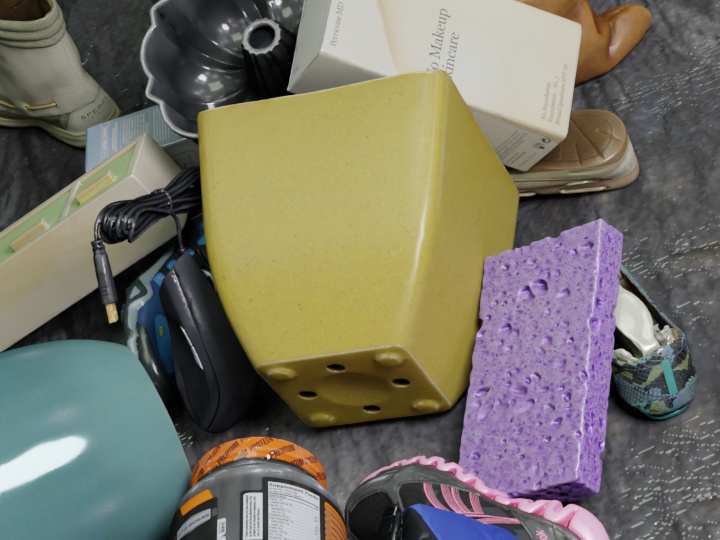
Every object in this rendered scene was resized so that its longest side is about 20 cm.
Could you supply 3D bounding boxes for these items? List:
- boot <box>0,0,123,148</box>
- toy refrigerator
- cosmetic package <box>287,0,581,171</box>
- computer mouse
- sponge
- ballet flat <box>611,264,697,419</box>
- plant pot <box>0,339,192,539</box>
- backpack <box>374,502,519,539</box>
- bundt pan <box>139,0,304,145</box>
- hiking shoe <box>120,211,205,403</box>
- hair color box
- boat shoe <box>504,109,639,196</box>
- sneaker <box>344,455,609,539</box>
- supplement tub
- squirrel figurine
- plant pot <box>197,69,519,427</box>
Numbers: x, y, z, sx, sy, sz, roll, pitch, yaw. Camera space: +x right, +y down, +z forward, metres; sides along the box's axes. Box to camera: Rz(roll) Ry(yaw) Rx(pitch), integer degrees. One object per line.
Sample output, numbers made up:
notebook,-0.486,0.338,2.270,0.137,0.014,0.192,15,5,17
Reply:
boot,-0.312,-0.198,2.014,0.200,0.155,0.072,21,59,40
toy refrigerator,-0.234,-0.024,1.807,0.200,0.070,0.076,-32,24,22
cosmetic package,0.056,-0.158,1.667,0.073,0.200,0.104,140,143,-59
computer mouse,-0.127,0.031,1.637,0.046,0.200,0.140,-1,13,39
sponge,0.124,0.070,1.556,0.111,0.030,0.200,-18,52,41
ballet flat,0.179,0.023,1.608,0.074,0.074,0.200,-32,42,-7
plant pot,-0.215,0.140,1.598,0.161,0.201,0.201,-25,40,-15
backpack,0.057,0.273,1.346,0.200,0.168,0.163,-56,36,15
bundt pan,-0.066,-0.167,1.762,0.202,0.076,0.202,-7,66,15
hiking shoe,-0.129,0.020,1.760,0.087,0.074,0.200,-8,44,20
hair color box,-0.116,-0.095,1.852,0.200,0.099,0.061,-17,42,10
boat shoe,0.117,-0.085,1.754,0.200,0.065,0.071,4,64,25
sneaker,0.062,0.183,1.478,0.200,0.079,0.095,9,29,35
supplement tub,-0.068,0.216,1.494,0.122,0.123,0.200,-15,42,12
squirrel figurine,0.110,-0.223,1.803,0.141,0.187,0.200,21,59,40
plant pot,0.000,0.000,1.639,0.195,0.194,0.200,-9,60,18
